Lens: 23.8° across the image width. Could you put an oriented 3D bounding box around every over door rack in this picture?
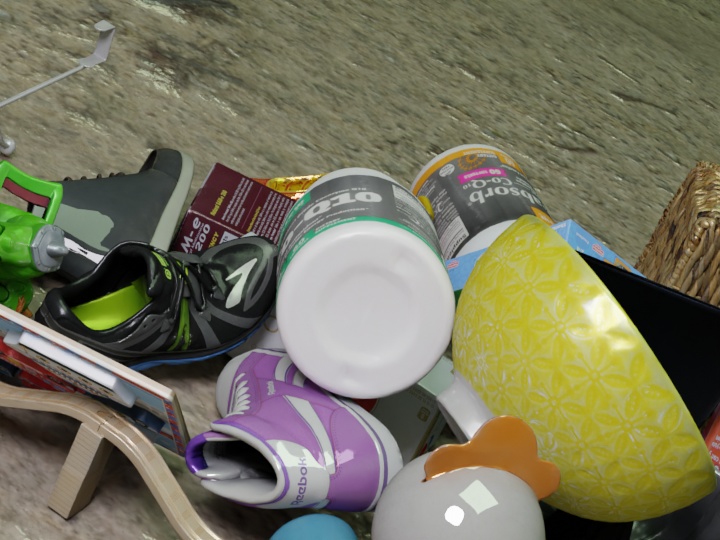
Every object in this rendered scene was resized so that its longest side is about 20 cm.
[{"bbox_3d":[-0.312,-0.165,1.364,0.147,0.067,0.200,33,46,13],"label":"over door rack"}]

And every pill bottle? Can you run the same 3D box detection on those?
[{"bbox_3d":[0.000,0.000,1.132,0.112,0.114,0.200,23,13,-8],"label":"pill bottle"},{"bbox_3d":[0.116,-0.013,1.452,0.115,0.117,0.201,14,27,-25],"label":"pill bottle"}]

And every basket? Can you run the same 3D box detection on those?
[{"bbox_3d":[0.302,0.035,1.441,0.142,0.201,0.149,24,24,-2],"label":"basket"}]

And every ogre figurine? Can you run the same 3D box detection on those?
[{"bbox_3d":[-0.255,-0.025,1.095,0.119,0.200,0.099,11,70,-20],"label":"ogre figurine"}]

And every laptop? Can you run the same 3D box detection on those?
[{"bbox_3d":[0.168,0.056,1.285,0.186,0.117,0.200,21,-1,-12],"label":"laptop"}]

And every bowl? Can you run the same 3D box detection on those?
[{"bbox_3d":[0.110,0.078,1.018,0.201,0.107,0.200,56,-5,7],"label":"bowl"}]

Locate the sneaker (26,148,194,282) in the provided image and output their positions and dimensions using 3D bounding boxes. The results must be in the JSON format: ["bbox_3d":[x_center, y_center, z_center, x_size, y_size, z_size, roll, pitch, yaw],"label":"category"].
[{"bbox_3d":[-0.189,-0.053,1.276,0.105,0.075,0.201,24,26,-11],"label":"sneaker"}]

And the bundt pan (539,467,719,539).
[{"bbox_3d":[0.152,0.165,1.112,0.200,0.076,0.203,17,33,-11],"label":"bundt pan"}]

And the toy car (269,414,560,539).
[{"bbox_3d":[0.060,0.169,0.943,0.175,0.201,0.185,14,28,-26],"label":"toy car"}]

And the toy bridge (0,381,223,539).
[{"bbox_3d":[-0.160,0.111,0.998,0.199,0.068,0.027,33,26,13],"label":"toy bridge"}]

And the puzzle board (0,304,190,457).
[{"bbox_3d":[-0.195,0.053,1.022,0.198,0.018,0.151,25,-17,6],"label":"puzzle board"}]

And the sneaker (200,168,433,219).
[{"bbox_3d":[-0.035,-0.057,1.430,0.198,0.078,0.073,10,28,-11],"label":"sneaker"}]

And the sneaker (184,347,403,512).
[{"bbox_3d":[-0.069,0.095,1.073,0.113,0.074,0.200,1,11,-31],"label":"sneaker"}]

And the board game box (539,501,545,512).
[{"bbox_3d":[0.152,0.187,1.197,0.199,0.039,0.158,-11,45,-43],"label":"board game box"}]

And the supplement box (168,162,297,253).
[{"bbox_3d":[-0.045,-0.001,1.336,0.198,0.061,0.109,26,24,-3],"label":"supplement box"}]

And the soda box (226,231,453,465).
[{"bbox_3d":[-0.025,0.057,1.235,0.199,0.069,0.064,32,24,12],"label":"soda box"}]

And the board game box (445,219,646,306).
[{"bbox_3d":[0.166,0.041,1.307,0.199,0.151,0.037,33,57,-31],"label":"board game box"}]

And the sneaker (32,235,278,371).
[{"bbox_3d":[-0.129,0.019,1.140,0.198,0.083,0.071,-18,59,-34],"label":"sneaker"}]

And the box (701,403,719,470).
[{"bbox_3d":[0.344,0.190,1.301,0.198,0.100,0.096,19,25,-16],"label":"box"}]
